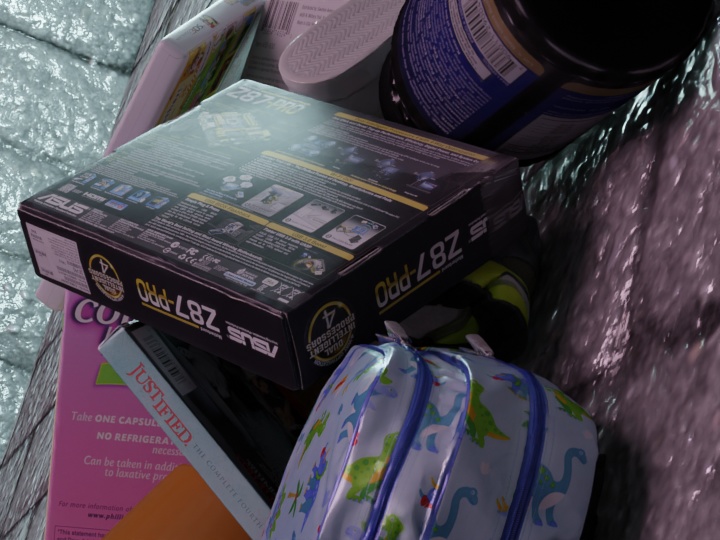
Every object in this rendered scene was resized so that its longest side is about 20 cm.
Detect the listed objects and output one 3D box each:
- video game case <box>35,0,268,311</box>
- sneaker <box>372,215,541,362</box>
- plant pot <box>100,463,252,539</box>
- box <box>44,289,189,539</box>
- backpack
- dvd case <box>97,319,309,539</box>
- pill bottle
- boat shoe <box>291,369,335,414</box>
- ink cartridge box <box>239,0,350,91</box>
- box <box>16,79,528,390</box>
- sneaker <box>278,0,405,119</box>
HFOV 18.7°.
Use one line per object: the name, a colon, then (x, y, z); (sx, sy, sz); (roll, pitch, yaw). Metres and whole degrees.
video game case: (-0.122, -0.086, 1.384); (0.200, 0.023, 0.182); (-59, -5, 29)
sneaker: (0.004, 0.001, 1.123); (0.081, 0.199, 0.074); (-56, -36, -44)
plant pot: (-0.094, 0.211, 1.147); (0.184, 0.200, 0.200); (-55, 10, -14)
box: (-0.122, 0.089, 1.331); (0.176, 0.096, 0.201); (43, -130, -84)
backpack: (0.028, 0.102, 0.930); (0.164, 0.154, 0.200); (-64, 25, -6)
dvd case: (-0.055, 0.075, 1.131); (0.022, 0.146, 0.200); (-40, -2, 12)
pill bottle: (0.080, -0.114, 1.067); (0.200, 0.112, 0.112); (144, 145, -66)
boat shoe: (0.016, 0.084, 1.135); (0.071, 0.069, 0.200); (-41, 40, 13)
ink cartridge box: (0.014, -0.174, 1.320); (0.147, 0.083, 0.201); (20, 92, 61)
box: (-0.045, -0.025, 1.069); (0.161, 0.200, 0.049); (-36, -52, -33)
sneaker: (0.054, -0.117, 1.228); (0.200, 0.116, 0.074); (-33, 39, -15)
